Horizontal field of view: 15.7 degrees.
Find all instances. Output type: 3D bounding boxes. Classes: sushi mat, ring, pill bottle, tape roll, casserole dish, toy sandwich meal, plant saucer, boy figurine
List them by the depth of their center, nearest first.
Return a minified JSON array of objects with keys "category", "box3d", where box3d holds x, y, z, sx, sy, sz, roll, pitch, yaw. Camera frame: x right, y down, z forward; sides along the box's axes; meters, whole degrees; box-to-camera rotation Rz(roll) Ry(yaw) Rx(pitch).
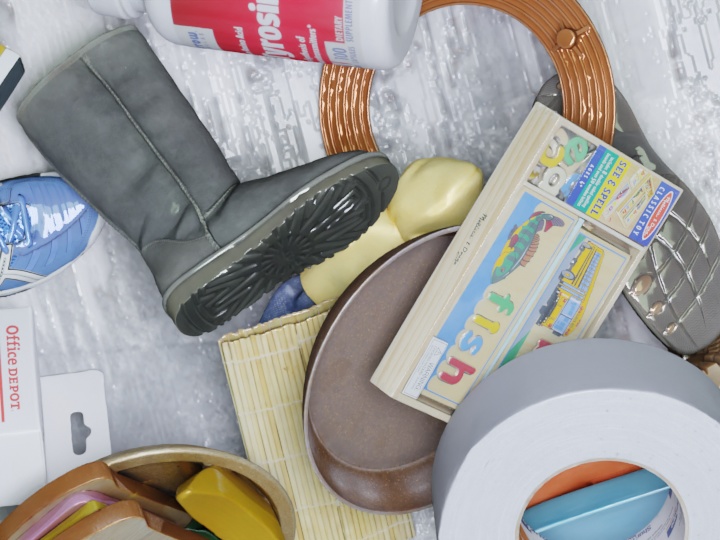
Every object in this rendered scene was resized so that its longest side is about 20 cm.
[{"category":"tape roll","box3d":[0.144,0.144,1.589,0.200,0.066,0.201,-1,115,-2]},{"category":"toy sandwich meal","box3d":[-0.130,0.183,1.610,0.205,0.070,0.206,-10,136,-10]},{"category":"plant saucer","box3d":[0.040,0.057,1.622,0.200,0.034,0.201,-18,124,-29]},{"category":"pill bottle","box3d":[-0.066,-0.191,1.628,0.199,0.112,0.113,8,89,14]},{"category":"boy figurine","box3d":[0.000,0.000,1.650,0.124,0.064,0.200,38,104,-4]},{"category":"sushi mat","box3d":[-0.026,0.108,1.652,0.095,0.012,0.200,-18,124,-8]},{"category":"ring","box3d":[0.065,-0.105,1.666,0.200,0.019,0.201,2,96,18]},{"category":"casserole dish","box3d":[0.176,0.176,1.679,0.199,0.039,0.121,-18,132,8]}]

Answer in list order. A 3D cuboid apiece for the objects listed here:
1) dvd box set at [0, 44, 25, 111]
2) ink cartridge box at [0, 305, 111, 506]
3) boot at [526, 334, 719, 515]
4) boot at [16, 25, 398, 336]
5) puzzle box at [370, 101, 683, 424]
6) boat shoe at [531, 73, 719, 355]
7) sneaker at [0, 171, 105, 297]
[{"category":"dvd box set","box3d":[-0.329,-0.115,1.615,0.200,0.029,0.147,28,74,11]},{"category":"ink cartridge box","box3d":[-0.257,0.087,1.616,0.199,0.116,0.068,-5,133,-7]},{"category":"boot","box3d":[0.170,0.130,1.698,0.200,0.075,0.107,-23,111,3]},{"category":"boot","box3d":[-0.097,-0.077,1.626,0.182,0.073,0.200,-30,56,-7]},{"category":"puzzle box","box3d":[0.104,0.009,1.604,0.133,0.025,0.200,25,98,-44]},{"category":"boat shoe","box3d":[0.176,-0.038,1.696,0.074,0.073,0.200,-26,87,-9]},{"category":"sneaker","box3d":[-0.255,-0.013,1.642,0.199,0.077,0.076,-18,91,-9]}]
